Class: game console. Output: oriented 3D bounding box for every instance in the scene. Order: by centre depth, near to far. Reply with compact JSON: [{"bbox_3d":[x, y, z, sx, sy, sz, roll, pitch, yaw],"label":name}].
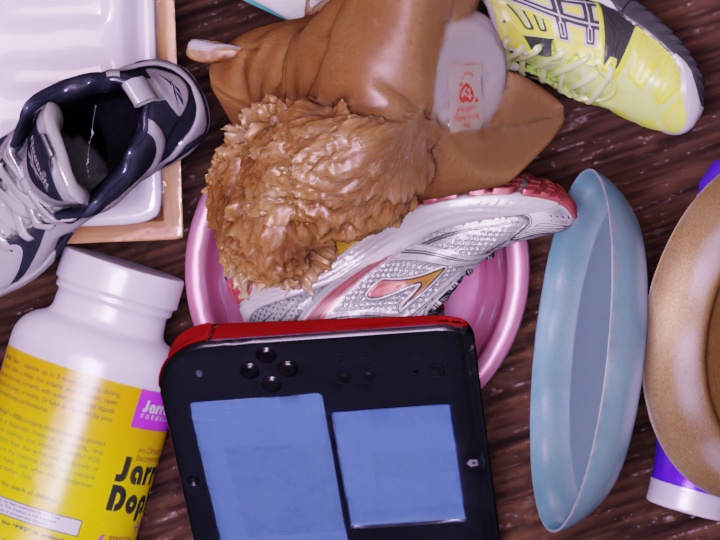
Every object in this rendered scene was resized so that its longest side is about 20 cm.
[{"bbox_3d":[-0.015,0.109,1.548,0.177,0.031,0.200,-1,129,10],"label":"game console"}]

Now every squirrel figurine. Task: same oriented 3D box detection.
[{"bbox_3d":[-0.022,-0.085,1.468,0.187,0.142,0.200,4,47,43],"label":"squirrel figurine"}]

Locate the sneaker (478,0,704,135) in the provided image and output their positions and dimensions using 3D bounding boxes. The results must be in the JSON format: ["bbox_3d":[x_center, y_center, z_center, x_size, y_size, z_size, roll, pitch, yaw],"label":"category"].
[{"bbox_3d":[0.102,-0.131,1.549,0.200,0.075,0.076,33,55,2],"label":"sneaker"}]

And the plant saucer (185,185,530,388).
[{"bbox_3d":[0.000,0.000,1.593,0.200,0.051,0.201,0,89,9],"label":"plant saucer"}]

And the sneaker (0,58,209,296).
[{"bbox_3d":[-0.179,-0.049,1.499,0.199,0.130,0.080,-28,84,7],"label":"sneaker"}]

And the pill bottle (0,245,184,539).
[{"bbox_3d":[-0.165,0.091,1.589,0.104,0.104,0.200,17,92,9],"label":"pill bottle"}]

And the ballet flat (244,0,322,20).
[{"bbox_3d":[-0.003,-0.158,1.583,0.200,0.069,0.069,31,94,11],"label":"ballet flat"}]

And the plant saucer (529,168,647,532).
[{"bbox_3d":[0.126,0.045,1.504,0.027,0.200,0.200,5,90,-7],"label":"plant saucer"}]

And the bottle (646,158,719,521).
[{"bbox_3d":[0.210,0.040,1.552,0.083,0.065,0.200,16,92,9],"label":"bottle"}]

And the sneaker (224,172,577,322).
[{"bbox_3d":[0.029,0.000,1.533,0.200,0.078,0.082,-21,95,14],"label":"sneaker"}]

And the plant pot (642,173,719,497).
[{"bbox_3d":[0.234,0.031,1.498,0.027,0.200,0.200,15,92,51],"label":"plant pot"}]

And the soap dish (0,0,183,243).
[{"bbox_3d":[-0.180,-0.114,1.607,0.157,0.081,0.200,-3,89,9],"label":"soap dish"}]
